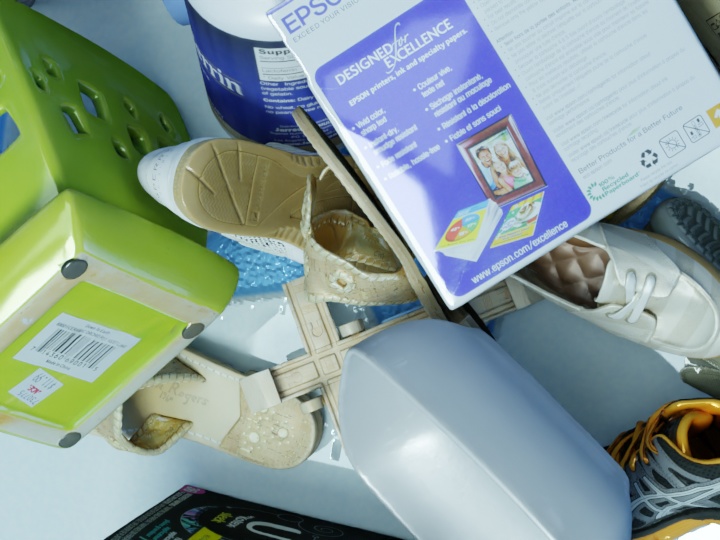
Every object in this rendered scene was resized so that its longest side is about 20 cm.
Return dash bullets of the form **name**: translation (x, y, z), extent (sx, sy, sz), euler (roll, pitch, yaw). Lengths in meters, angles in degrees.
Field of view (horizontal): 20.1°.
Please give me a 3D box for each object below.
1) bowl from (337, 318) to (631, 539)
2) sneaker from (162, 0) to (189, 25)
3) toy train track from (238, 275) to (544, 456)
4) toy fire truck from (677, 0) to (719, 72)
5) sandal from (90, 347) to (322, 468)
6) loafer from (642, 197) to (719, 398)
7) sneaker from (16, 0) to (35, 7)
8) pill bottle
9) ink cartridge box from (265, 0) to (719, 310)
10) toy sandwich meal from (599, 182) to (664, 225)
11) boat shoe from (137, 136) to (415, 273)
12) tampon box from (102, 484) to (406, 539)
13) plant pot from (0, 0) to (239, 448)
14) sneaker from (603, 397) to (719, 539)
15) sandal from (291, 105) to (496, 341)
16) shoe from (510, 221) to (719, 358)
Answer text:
- **bowl**: translation (0.079, 0.121, 1.173), extent (0.075, 0.200, 0.200), euler (-38, 69, -19)
- **sneaker**: translation (-0.086, -0.254, 1.258), extent (0.077, 0.070, 0.202), euler (1, 97, 20)
- **toy train track**: translation (0.020, 0.043, 1.258), extent (0.199, 0.033, 0.115), euler (-22, 89, 2)
- **toy fire truck**: translation (0.273, -0.187, 1.152), extent (0.200, 0.129, 0.176), euler (-40, 94, -28)
- **sandal**: translation (-0.133, 0.084, 1.301), extent (0.210, 0.070, 0.078), euler (13, 99, 13)
- **loafer**: translation (0.231, 0.048, 1.213), extent (0.200, 0.075, 0.070), euler (51, 122, 7)
- **sneaker**: translation (-0.230, -0.222, 1.240), extent (0.077, 0.200, 0.113), euler (-4, 92, -16)
- **pill bottle**: translation (-0.045, -0.161, 1.178), extent (0.115, 0.200, 0.116), euler (-2, 62, 3)
- **ink cartridge box**: translation (0.081, -0.113, 1.117), extent (0.197, 0.043, 0.201), euler (-31, 103, 7)
- **toy sandwich meal**: translation (0.108, -0.113, 1.220), extent (0.204, 0.070, 0.207), euler (2, 97, 15)
- **boat shoe**: translation (-0.046, -0.044, 1.215), extent (0.069, 0.199, 0.071), euler (15, 88, 47)
- **tampon box**: translation (-0.051, 0.230, 1.261), extent (0.199, 0.150, 0.127), euler (11, 100, 13)
- **plant pot**: translation (-0.202, -0.015, 1.218), extent (0.199, 0.200, 0.182), euler (-40, 58, 15)
- **sneaker**: translation (0.187, 0.111, 1.190), extent (0.199, 0.078, 0.077), euler (-15, 125, 43)
- **sandal**: translation (0.002, 0.003, 1.177), extent (0.070, 0.078, 0.212), euler (-38, 124, 5)
- **shoe**: translation (0.129, 0.001, 1.182), extent (0.199, 0.053, 0.070), euler (28, 124, 22)
